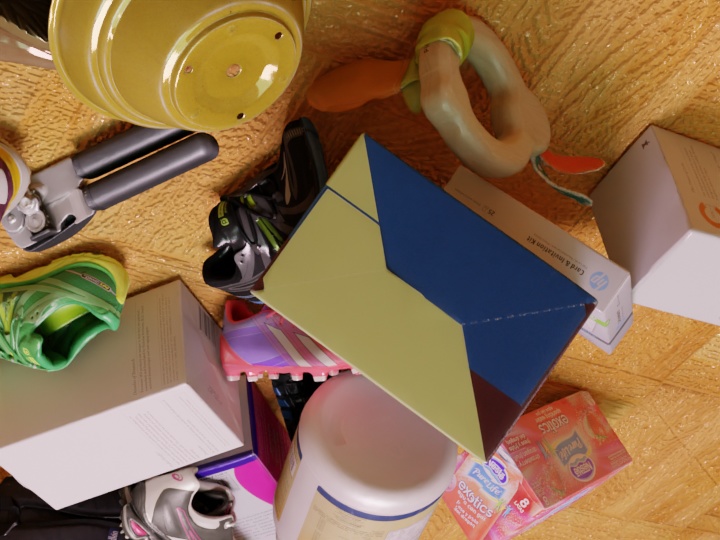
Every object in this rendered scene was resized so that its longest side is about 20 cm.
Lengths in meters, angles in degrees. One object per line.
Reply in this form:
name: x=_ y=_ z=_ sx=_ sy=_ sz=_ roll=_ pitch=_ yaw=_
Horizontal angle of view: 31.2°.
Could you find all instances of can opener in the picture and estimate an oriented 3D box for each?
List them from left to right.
can opener: x=-0.202 y=-0.075 z=1.030 sx=0.199 sy=0.053 sz=0.066 roll=-24 pitch=172 yaw=18

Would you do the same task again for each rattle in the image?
rattle: x=0.079 y=-0.100 z=1.004 sx=0.143 sy=0.131 sz=0.200 roll=-34 pitch=141 yaw=23

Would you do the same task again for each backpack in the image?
backpack: x=-0.289 y=0.275 z=1.333 sx=0.199 sy=0.164 sz=0.154 roll=7 pitch=152 yaw=-10

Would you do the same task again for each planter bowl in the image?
planter bowl: x=-0.101 y=-0.156 z=0.871 sx=0.200 sy=0.084 sz=0.201 roll=-24 pitch=145 yaw=-18

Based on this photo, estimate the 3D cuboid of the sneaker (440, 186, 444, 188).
sneaker: x=0.000 y=0.000 z=1.135 sx=0.114 sy=0.075 sz=0.200 roll=9 pitch=132 yaw=-19

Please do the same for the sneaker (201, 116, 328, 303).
sneaker: x=-0.080 y=-0.043 z=1.066 sx=0.082 sy=0.071 sz=0.200 roll=7 pitch=138 yaw=-23

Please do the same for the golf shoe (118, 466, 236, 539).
golf shoe: x=-0.147 y=0.257 z=1.246 sx=0.088 sy=0.077 sz=0.200 roll=-28 pitch=137 yaw=12

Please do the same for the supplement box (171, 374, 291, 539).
supplement box: x=-0.123 y=0.211 z=1.329 sx=0.101 sy=0.104 sz=0.200 roll=-17 pitch=138 yaw=8

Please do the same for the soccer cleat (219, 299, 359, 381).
soccer cleat: x=-0.051 y=0.057 z=1.131 sx=0.199 sy=0.077 sz=0.067 roll=-7 pitch=178 yaw=42

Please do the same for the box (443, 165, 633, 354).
box: x=0.148 y=-0.004 z=1.052 sx=0.041 sy=0.156 sz=0.200 roll=-54 pitch=163 yaw=-4

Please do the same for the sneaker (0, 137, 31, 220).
sneaker: x=-0.333 y=-0.018 z=1.012 sx=0.075 sy=0.090 sz=0.200 roll=35 pitch=124 yaw=5

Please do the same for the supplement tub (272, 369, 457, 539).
supplement tub: x=-0.002 y=0.199 z=1.187 sx=0.144 sy=0.145 sz=0.200 roll=3 pitch=141 yaw=-15

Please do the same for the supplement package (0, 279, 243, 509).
supplement package: x=-0.225 y=0.116 z=1.182 sx=0.199 sy=0.120 sz=0.121 roll=-20 pitch=140 yaw=10

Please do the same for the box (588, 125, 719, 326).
box: x=0.318 y=-0.028 z=1.128 sx=0.199 sy=0.125 sz=0.098 roll=14 pitch=134 yaw=-26

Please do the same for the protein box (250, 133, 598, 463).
protein box: x=0.045 y=0.024 z=0.952 sx=0.135 sy=0.198 sz=0.200 roll=-54 pitch=176 yaw=-3

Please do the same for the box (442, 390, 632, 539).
box: x=0.179 y=0.204 z=1.326 sx=0.103 sy=0.095 sz=0.200 roll=-44 pitch=161 yaw=32

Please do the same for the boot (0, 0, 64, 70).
boot: x=-0.300 y=-0.135 z=0.924 sx=0.175 sy=0.066 sz=0.200 roll=23 pitch=131 yaw=-22

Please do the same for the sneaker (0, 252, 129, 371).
sneaker: x=-0.293 y=0.049 z=1.118 sx=0.199 sy=0.084 sz=0.074 roll=-23 pitch=139 yaw=15

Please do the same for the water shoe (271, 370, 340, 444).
water shoe: x=-0.046 y=0.129 z=1.267 sx=0.071 sy=0.079 sz=0.200 roll=-14 pitch=140 yaw=4
